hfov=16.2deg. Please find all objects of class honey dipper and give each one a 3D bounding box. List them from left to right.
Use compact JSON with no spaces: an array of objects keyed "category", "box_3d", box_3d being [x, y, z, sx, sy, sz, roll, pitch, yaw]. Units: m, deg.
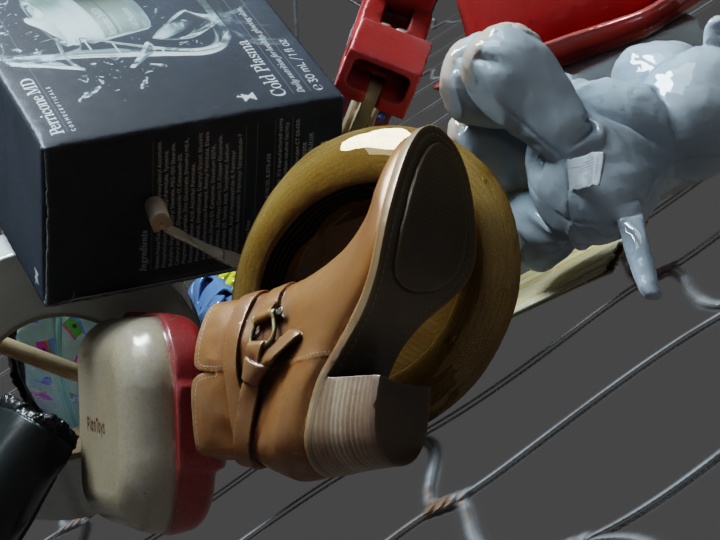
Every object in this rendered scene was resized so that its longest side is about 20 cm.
[{"category":"honey dipper","box_3d":[-0.188,0.066,1.687,0.038,0.199,0.038,-46,30,38]}]

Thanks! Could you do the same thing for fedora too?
[{"category":"fedora","box_3d":[0.019,0.015,1.469,0.200,0.202,0.082,-27,-27,26]}]

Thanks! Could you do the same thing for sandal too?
[{"category":"sandal","box_3d":[-0.103,0.046,1.880,0.087,0.080,0.200,-37,8,-15]}]

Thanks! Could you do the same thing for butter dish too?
[{"category":"butter dish","box_3d":[0.141,-0.221,1.628,0.199,0.149,0.200,-16,12,44]}]

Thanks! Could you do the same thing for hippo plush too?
[{"category":"hippo plush","box_3d":[0.152,-0.095,1.461,0.160,0.160,0.200,-30,14,-18]}]

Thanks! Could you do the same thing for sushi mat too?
[{"category":"sushi mat","box_3d":[0.082,0.023,1.565,0.199,0.012,0.096,-27,10,26]}]

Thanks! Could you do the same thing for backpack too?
[{"category":"backpack","box_3d":[-0.187,0.034,1.794,0.126,0.168,0.200,-1,-22,2]}]

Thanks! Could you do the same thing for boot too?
[{"category":"boot","box_3d":[-0.229,0.155,1.528,0.163,0.073,0.198,-57,9,-14]},{"category":"boot","box_3d":[-0.022,0.017,1.403,0.154,0.074,0.201,-3,65,44]}]

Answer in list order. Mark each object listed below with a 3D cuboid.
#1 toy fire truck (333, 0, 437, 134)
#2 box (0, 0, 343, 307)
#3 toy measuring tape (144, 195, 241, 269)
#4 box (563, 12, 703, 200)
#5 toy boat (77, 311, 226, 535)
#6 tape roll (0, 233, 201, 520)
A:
[{"category":"toy fire truck","box_3d":[0.012,-0.134,1.644,0.200,0.048,0.142,114,174,-61]},{"category":"box","box_3d":[-0.139,-0.093,1.604,0.196,0.125,0.200,-13,38,-21]},{"category":"toy measuring tape","box_3d":[-0.035,-0.014,1.545,0.073,0.199,0.074,-37,37,35]},{"category":"box","box_3d":[0.172,-0.104,1.662,0.124,0.098,0.200,-25,9,4]},{"category":"toy boat","box_3d":[-0.100,0.090,1.548,0.130,0.131,0.200,-2,0,-17]},{"category":"tape roll","box_3d":[-0.197,0.068,1.646,0.202,0.203,0.037,-31,28,2]}]
